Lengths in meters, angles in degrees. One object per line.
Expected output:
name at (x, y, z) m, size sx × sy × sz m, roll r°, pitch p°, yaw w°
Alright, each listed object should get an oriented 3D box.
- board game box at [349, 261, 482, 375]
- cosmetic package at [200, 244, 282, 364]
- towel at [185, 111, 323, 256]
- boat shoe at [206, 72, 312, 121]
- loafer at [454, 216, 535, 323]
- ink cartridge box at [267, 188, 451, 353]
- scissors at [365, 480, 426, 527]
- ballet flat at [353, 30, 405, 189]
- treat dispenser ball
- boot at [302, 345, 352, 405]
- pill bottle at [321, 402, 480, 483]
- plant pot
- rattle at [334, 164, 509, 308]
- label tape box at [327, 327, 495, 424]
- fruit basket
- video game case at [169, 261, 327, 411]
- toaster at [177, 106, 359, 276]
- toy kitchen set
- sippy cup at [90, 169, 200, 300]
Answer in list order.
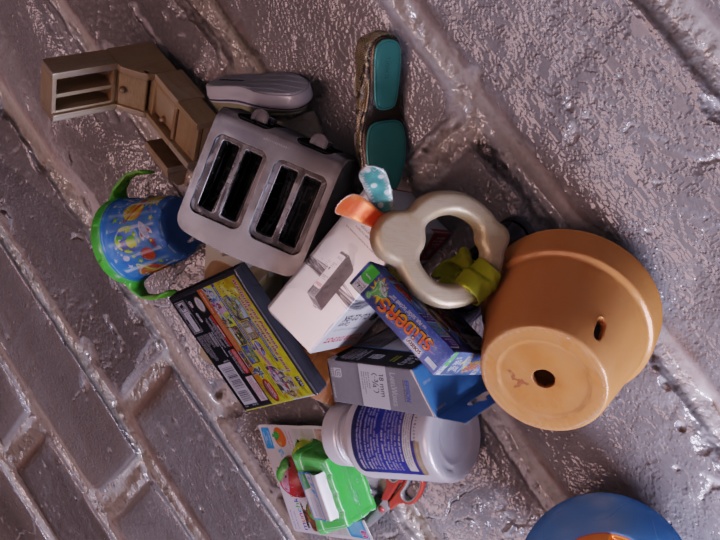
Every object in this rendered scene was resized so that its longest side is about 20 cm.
board game box at (0.077, 0.057, 1.080) m, size 0.034 × 0.200 × 0.135 m, roll -47°, pitch 70°, yaw 10°
cosmetic package at (-0.172, 0.038, 1.411) m, size 0.071 × 0.105 × 0.201 m, roll 24°, pitch 123°, yaw 30°
towel at (-0.126, -0.114, 1.296) m, size 0.199 × 0.034 × 0.133 m, roll -23°, pitch 89°, yaw 9°
boat shoe at (-0.132, -0.228, 1.305) m, size 0.199 × 0.072 × 0.062 m, roll 16°, pitch 131°, yaw 46°
loafer at (0.133, 0.011, 1.172) m, size 0.072 × 0.063 × 0.200 m, roll 48°, pitch 130°, yaw 12°
ink cartridge box at (0.000, 0.000, 1.180) m, size 0.084 × 0.144 × 0.200 m, roll 46°, pitch 107°, yaw 16°
scissors at (0.041, 0.348, 1.415) m, size 0.073 × 0.014 × 0.201 m, roll 36°, pitch 125°, yaw 23°
ballet flat at (0.018, -0.194, 1.196) m, size 0.075 × 0.067 × 0.202 m, roll 22°, pitch 117°, yaw 57°
treat dispenser ball at (0.278, 0.356, 1.096) m, size 0.200 × 0.200 × 0.202 m, roll 16°, pitch 117°, yaw 34°
boot at (-0.070, 0.058, 1.333) m, size 0.188 × 0.068 × 0.201 m, roll 32°, pitch 109°, yaw 11°
pill bottle at (0.048, 0.218, 1.287) m, size 0.199 × 0.119 × 0.121 m, roll -7°, pitch 103°, yaw 41°
plant pot at (0.215, 0.076, 1.044) m, size 0.199 × 0.140 × 0.201 m, roll 13°, pitch 128°, yaw 18°
rattle at (0.052, -0.038, 1.061) m, size 0.199 × 0.143 × 0.131 m, roll 18°, pitch 99°, yaw -13°
label tape box at (0.081, 0.124, 1.207) m, size 0.199 × 0.144 × 0.064 m, roll 2°, pitch 107°, yaw 38°
fruit basket at (-0.076, 0.320, 1.451) m, size 0.199 × 0.093 × 0.187 m, roll -10°, pitch 100°, yaw 45°
video game case at (-0.156, 0.096, 1.316) m, size 0.180 × 0.025 × 0.201 m, roll -20°, pitch 107°, yaw 49°
toaster at (-0.119, -0.092, 1.219) m, size 0.180 × 0.119 × 0.201 m, roll 24°, pitch 95°, yaw 8°
toy kitchen set at (-0.333, -0.194, 1.386) m, size 0.200 × 0.180 × 0.164 m, roll 48°, pitch 139°, yaw 29°
sippy cup at (-0.322, -0.056, 1.488) m, size 0.130 × 0.140 × 0.178 m, roll -12°, pitch 124°, yaw 31°
